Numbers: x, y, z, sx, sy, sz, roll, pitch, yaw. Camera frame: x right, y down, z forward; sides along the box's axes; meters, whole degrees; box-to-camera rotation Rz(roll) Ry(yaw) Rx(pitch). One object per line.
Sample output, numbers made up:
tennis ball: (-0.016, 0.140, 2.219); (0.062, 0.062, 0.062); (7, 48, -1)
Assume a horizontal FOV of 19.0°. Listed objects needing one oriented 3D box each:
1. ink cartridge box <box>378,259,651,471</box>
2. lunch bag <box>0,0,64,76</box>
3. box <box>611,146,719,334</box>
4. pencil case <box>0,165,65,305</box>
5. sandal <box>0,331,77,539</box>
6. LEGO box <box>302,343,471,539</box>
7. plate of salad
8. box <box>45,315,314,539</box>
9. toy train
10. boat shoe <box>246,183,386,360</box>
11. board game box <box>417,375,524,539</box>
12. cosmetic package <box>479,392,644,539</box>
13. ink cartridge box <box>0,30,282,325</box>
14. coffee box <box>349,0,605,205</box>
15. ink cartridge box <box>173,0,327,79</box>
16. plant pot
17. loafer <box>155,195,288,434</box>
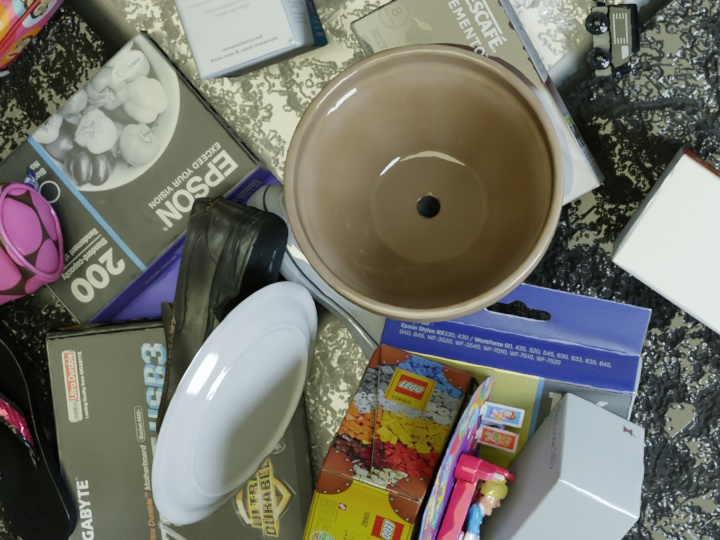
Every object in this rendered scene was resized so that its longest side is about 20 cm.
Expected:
ink cartridge box: (0.108, 0.099, 1.642); (0.198, 0.047, 0.200); (11, 130, 6)
lunch bag: (-0.336, -0.247, 1.696); (0.200, 0.082, 0.176); (42, 100, 1)
box: (0.296, 0.004, 1.613); (0.200, 0.124, 0.098); (34, 99, 3)
pencil case: (-0.330, -0.007, 1.692); (0.200, 0.094, 0.091); (-23, 49, 27)
sandal: (-0.281, 0.125, 1.666); (0.075, 0.045, 0.200); (-24, 91, 30)
LEGO box: (0.009, 0.181, 1.604); (0.077, 0.149, 0.200); (19, 129, 6)
plate of salad: (-0.099, 0.095, 1.601); (0.048, 0.200, 0.200); (27, 100, 25)
box: (-0.140, 0.134, 1.706); (0.198, 0.050, 0.200); (-5, 96, -6)
toy train: (0.191, -0.248, 1.646); (0.046, 0.034, 0.200); (-4, 95, 6)
boat shoe: (0.000, 0.000, 1.676); (0.200, 0.074, 0.067); (46, 128, -10)
board game box: (0.081, 0.180, 1.579); (0.039, 0.158, 0.200); (18, 129, 13)
cosmetic package: (0.133, 0.199, 1.623); (0.071, 0.101, 0.200); (26, 127, -10)
ink cartridge box: (-0.177, -0.052, 1.715); (0.198, 0.043, 0.200); (-42, 91, 10)
coffee box: (0.091, -0.130, 1.649); (0.113, 0.080, 0.200); (-27, 92, 12)
ink cartridge box: (-0.104, -0.252, 1.631); (0.084, 0.145, 0.200); (-18, 93, 10)
plant pot: (0.047, -0.056, 1.564); (0.201, 0.093, 0.201); (-1, 78, 3)
loafer: (-0.120, 0.039, 1.651); (0.072, 0.073, 0.200); (25, 99, 25)
